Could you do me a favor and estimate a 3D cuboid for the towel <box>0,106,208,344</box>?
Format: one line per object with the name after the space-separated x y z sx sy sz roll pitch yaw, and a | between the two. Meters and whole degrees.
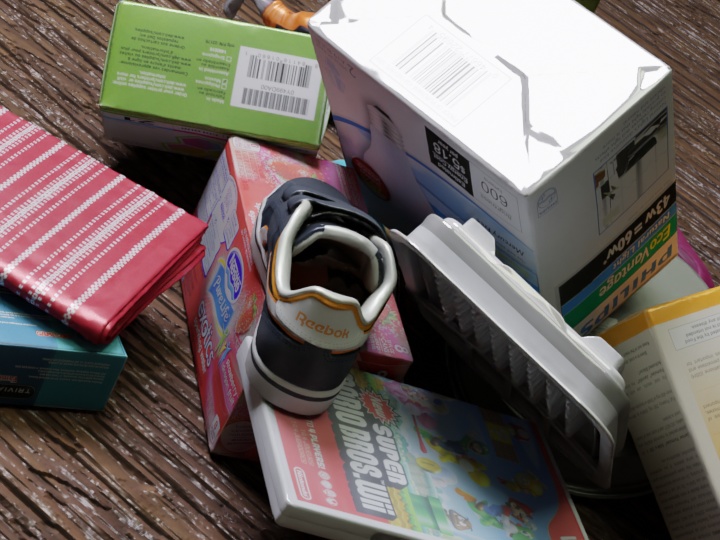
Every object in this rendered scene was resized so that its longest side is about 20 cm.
-0.201 -0.037 1.128 0.200 0.023 0.145 30 33 7 | towel

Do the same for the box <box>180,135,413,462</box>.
-0.045 0.019 1.178 0.094 0.103 0.200 13 33 -22 | box

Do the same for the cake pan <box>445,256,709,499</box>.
0.157 0.052 1.259 0.200 0.037 0.201 3 60 -6 | cake pan

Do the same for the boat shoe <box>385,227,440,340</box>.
0.053 -0.032 1.358 0.076 0.074 0.200 43 42 -30 | boat shoe

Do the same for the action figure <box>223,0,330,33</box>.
-0.028 -0.186 1.496 0.200 0.105 0.193 0 30 -42 | action figure

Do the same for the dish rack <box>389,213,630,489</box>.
0.095 0.042 1.096 0.172 0.044 0.200 45 -6 15 | dish rack

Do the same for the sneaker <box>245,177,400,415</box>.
-0.018 -0.008 1.070 0.078 0.080 0.200 19 32 -13 | sneaker

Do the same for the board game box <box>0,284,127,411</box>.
-0.237 -0.006 1.121 0.151 0.047 0.200 8 36 -30 | board game box

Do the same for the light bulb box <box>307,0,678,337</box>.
0.087 -0.080 1.188 0.125 0.200 0.198 -40 59 -15 | light bulb box

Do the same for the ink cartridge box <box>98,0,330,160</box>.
-0.098 -0.111 1.310 0.147 0.076 0.200 10 -11 -4 | ink cartridge box

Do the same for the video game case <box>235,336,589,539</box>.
0.032 0.110 1.043 0.200 0.017 0.143 19 28 -25 | video game case

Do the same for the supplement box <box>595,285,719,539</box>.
0.245 0.109 1.185 0.126 0.074 0.201 -15 80 -26 | supplement box

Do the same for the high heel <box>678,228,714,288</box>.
0.228 -0.026 1.515 0.096 0.067 0.200 51 3 -29 | high heel

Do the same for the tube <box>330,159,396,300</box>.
0.000 0.000 1.286 0.078 0.050 0.200 57 12 -37 | tube

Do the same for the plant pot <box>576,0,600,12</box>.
0.136 -0.259 1.610 0.200 0.190 0.200 28 25 -14 | plant pot
